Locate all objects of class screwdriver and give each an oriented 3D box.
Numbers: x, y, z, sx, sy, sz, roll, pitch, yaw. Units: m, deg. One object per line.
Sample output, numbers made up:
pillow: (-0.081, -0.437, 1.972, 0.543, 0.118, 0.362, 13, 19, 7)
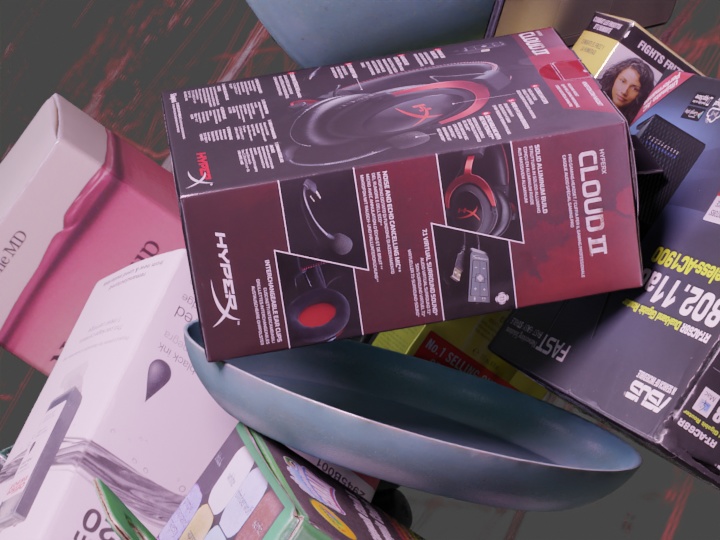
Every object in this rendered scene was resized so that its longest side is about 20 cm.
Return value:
screwdriver: (-0.063, 0.149, 1.245, 0.199, 0.028, 0.029, -20, 60, 22)

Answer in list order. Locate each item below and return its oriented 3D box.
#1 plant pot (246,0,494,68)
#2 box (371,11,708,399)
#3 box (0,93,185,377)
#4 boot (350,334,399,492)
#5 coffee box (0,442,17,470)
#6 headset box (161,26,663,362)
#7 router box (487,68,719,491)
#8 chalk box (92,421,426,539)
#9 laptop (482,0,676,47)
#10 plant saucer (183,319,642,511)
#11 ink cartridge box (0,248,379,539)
plant pot: (0.028, -0.198, 1.320, 0.188, 0.200, 0.200, -33, 25, 17)
box: (0.090, -0.019, 1.176, 0.200, 0.075, 0.050, -55, 19, 1)
box: (-0.138, 0.010, 1.498, 0.128, 0.200, 0.109, -53, 18, 10)
boot: (-0.002, 0.000, 1.274, 0.211, 0.079, 0.158, -55, 44, 5)
coffee box: (-0.207, 0.153, 1.397, 0.123, 0.044, 0.200, -54, 0, -1)
headset box: (0.023, -0.037, 1.037, 0.199, 0.075, 0.149, -10, 21, -5)
router box: (0.144, 0.002, 1.020, 0.150, 0.062, 0.200, -58, 18, -2)
chalk box: (-0.028, 0.151, 0.982, 0.124, 0.200, 0.125, -55, 17, 4)
laptop: (0.173, -0.177, 1.167, 0.187, 0.116, 0.201, -18, -49, -53)
plant saucer: (0.019, 0.062, 1.044, 0.200, 0.199, 0.028, -146, 71, -72)
ink cartridge box: (-0.085, 0.115, 1.112, 0.085, 0.145, 0.201, -19, 40, 53)
